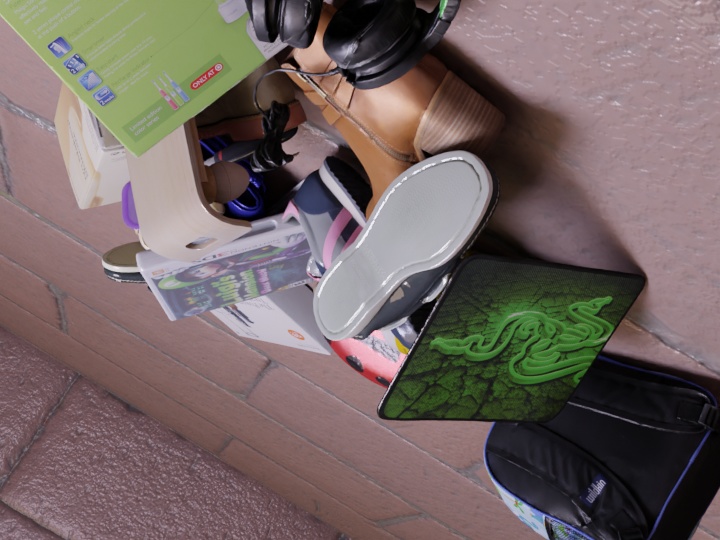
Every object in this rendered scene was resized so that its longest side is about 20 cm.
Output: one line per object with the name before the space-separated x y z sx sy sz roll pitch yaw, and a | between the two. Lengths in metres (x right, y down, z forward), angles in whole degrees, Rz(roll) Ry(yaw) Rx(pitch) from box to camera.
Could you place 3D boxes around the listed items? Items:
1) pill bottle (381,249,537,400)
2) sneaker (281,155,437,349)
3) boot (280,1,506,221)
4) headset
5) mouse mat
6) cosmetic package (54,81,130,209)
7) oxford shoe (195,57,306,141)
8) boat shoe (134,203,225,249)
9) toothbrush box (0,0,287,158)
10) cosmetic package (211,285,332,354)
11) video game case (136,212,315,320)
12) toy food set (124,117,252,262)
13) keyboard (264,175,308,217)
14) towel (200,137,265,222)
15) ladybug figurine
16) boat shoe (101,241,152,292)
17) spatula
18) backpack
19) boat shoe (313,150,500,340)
pill bottle | 0.086 0.035 0.965 0.199 0.112 0.111 20 157 26
sneaker | 0.000 0.000 0.922 0.070 0.082 0.200 15 -141 -52
boot | 0.004 -0.109 0.807 0.154 0.074 0.200 32 148 -6
headset | -0.019 -0.147 0.659 0.123 0.094 0.200 24 139 -15
mouse mat | 0.121 0.059 0.840 0.199 0.161 0.008 6 -146 -36
cosmetic package | -0.235 -0.135 1.014 0.200 0.071 0.106 -34 73 67
oxford shoe | -0.110 -0.152 0.902 0.200 0.071 0.074 9 120 55
boat shoe | -0.195 -0.049 1.090 0.074 0.069 0.200 48 162 -7
toothbrush box | -0.155 -0.196 0.689 0.200 0.145 0.086 50 -176 -44
cosmetic package | -0.134 0.036 1.367 0.200 0.052 0.151 6 151 49
video game case | -0.123 -0.003 1.099 0.200 0.181 0.023 95 159 -74
toy food set | -0.140 -0.115 0.861 0.060 0.201 0.143 -9 175 -29
keyboard | -0.064 -0.055 1.112 0.056 0.011 0.200 35 160 -11
towel | -0.151 -0.083 1.113 0.148 0.050 0.200 44 162 9
ladybug figurine | 0.032 0.063 1.087 0.199 0.072 0.136 23 118 21
boat shoe | -0.204 0.003 1.201 0.074 0.066 0.199 24 -158 29
spatula | -0.138 -0.091 0.977 0.200 0.057 0.021 -24 147 27
backpack | 0.228 0.184 1.012 0.200 0.183 0.147 20 157 40
boat shoe | 0.040 -0.017 0.789 0.060 0.076 0.200 -3 153 -43
